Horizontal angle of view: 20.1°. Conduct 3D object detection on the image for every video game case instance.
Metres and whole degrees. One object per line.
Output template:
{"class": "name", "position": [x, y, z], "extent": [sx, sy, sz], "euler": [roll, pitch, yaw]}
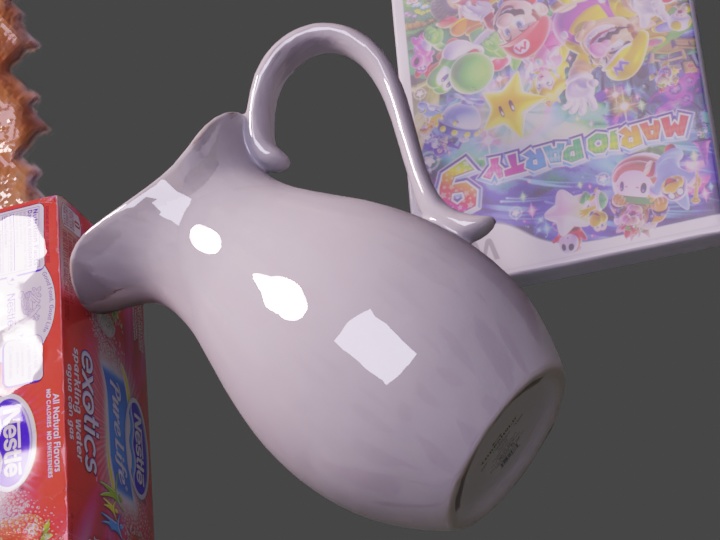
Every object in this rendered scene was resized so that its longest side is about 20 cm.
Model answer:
{"class": "video game case", "position": [0.087, -0.092, 0.941], "extent": [0.142, 0.018, 0.202], "euler": [-12, 65, 15]}

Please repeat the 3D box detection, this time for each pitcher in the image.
{"class": "pitcher", "position": [0.000, 0.000, 0.869], "extent": [0.199, 0.121, 0.172], "euler": [35, 88, 23]}

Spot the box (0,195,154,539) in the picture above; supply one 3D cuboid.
{"class": "box", "position": [-0.155, 0.082, 0.915], "extent": [0.099, 0.096, 0.202], "euler": [-13, 64, 15]}
